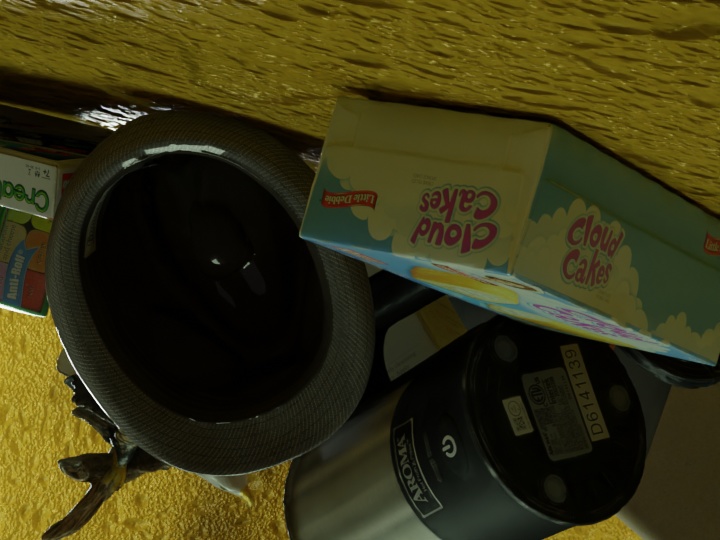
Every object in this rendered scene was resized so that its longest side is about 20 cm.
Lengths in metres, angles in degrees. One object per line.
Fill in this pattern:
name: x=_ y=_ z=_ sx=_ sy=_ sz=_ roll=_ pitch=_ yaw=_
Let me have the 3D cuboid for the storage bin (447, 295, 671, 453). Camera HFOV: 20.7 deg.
storage bin: x=0.144 y=0.087 z=1.489 sx=0.198 sy=0.136 sz=0.146 roll=15 pitch=176 yaw=-10

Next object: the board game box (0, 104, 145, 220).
board game box: x=-0.208 y=-0.069 z=1.174 sx=0.199 sy=0.035 sz=0.126 roll=15 pitch=-165 yaw=34

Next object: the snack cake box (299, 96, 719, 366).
snack cake box: x=0.080 y=-0.015 z=0.896 sx=0.114 sy=0.068 sz=0.199 roll=13 pitch=175 yaw=38

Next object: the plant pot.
plant pot: x=0.311 y=0.173 z=1.697 sx=0.176 sy=0.201 sz=0.200 roll=25 pitch=178 yaw=13

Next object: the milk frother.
milk frother: x=0.086 y=0.085 z=1.100 sx=0.198 sy=0.182 sz=0.188 roll=11 pitch=153 yaw=-31

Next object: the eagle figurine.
eagle figurine: x=-0.109 y=0.084 z=1.216 sx=0.150 sy=0.153 sz=0.200 roll=19 pitch=148 yaw=-14

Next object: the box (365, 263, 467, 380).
box: x=0.025 y=0.073 z=1.278 sx=0.201 sy=0.097 sz=0.124 roll=60 pitch=-168 yaw=21

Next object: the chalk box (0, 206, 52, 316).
chalk box: x=-0.278 y=-0.045 z=1.388 sx=0.123 sy=0.126 sz=0.199 roll=19 pitch=176 yaw=-36

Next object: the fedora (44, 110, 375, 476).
fedora: x=-0.078 y=0.003 z=1.090 sx=0.176 sy=0.201 sz=0.090 roll=-27 pitch=-168 yaw=16
